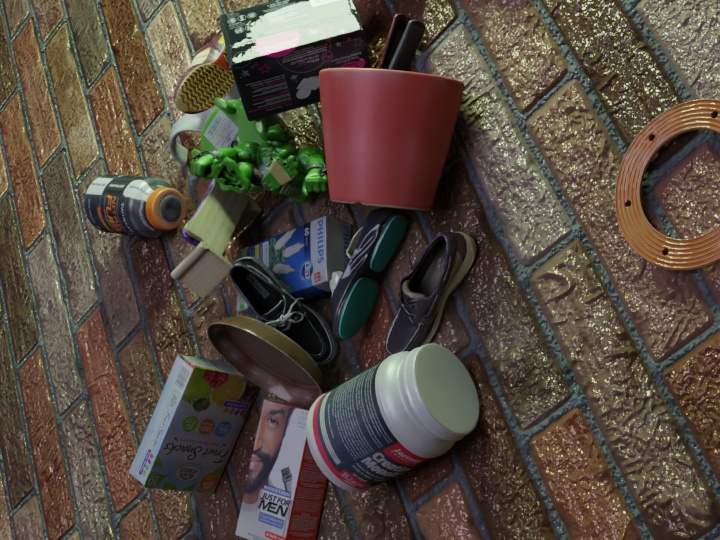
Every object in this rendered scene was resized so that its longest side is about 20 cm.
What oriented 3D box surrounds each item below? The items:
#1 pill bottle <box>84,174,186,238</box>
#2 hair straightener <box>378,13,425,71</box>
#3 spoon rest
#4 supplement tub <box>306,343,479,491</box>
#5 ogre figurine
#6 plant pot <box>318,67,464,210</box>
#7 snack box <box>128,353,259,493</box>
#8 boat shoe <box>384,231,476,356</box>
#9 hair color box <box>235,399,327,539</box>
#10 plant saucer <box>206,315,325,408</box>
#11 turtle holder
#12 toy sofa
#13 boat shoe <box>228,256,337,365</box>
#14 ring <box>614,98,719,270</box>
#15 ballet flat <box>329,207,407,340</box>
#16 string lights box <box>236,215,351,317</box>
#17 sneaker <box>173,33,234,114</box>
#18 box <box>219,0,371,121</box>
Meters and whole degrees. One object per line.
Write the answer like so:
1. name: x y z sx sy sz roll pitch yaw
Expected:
1. pill bottle: -0.389 -0.113 2.098 0.199 0.106 0.107 7 83 46
2. hair straightener: 0.048 -0.270 1.747 0.077 0.041 0.201 30 100 46
3. spoon rest: -0.263 -0.253 2.039 0.200 0.060 0.100 -36 42 35
4. supplement tub: 0.040 0.190 1.548 0.200 0.140 0.141 -32 57 35
5. ogre figurine: -0.132 -0.151 1.721 0.199 0.120 0.099 -12 107 21
6. plant pot: 0.035 -0.177 1.639 0.200 0.200 0.179 11 97 46
7. snack box: -0.249 0.236 1.826 0.053 0.142 0.201 31 100 44
8. boat shoe: 0.081 0.032 1.607 0.072 0.065 0.201 46 112 41
9. hair color box: -0.105 0.295 1.720 0.111 0.064 0.201 5 81 47
10. plant saucer: -0.129 0.126 1.720 0.200 0.200 0.035 6 53 46
11. turtle holder: -0.153 -0.188 1.858 0.185 0.131 0.142 13 96 30
12. toy sofa: -0.233 -0.058 1.865 0.083 0.097 0.200 -42 17 30
13. boat shoe: -0.112 0.060 1.722 0.073 0.068 0.200 -38 91 10
14. ring: 0.381 -0.098 1.375 0.200 0.019 0.202 -16 66 41
15. ballet flat: 0.000 0.000 1.697 0.073 0.073 0.201 25 90 46
16. string lights box: -0.100 -0.002 1.806 0.199 0.059 0.103 -20 64 41
17. sneaker: -0.258 -0.327 2.013 0.090 0.075 0.200 -8 36 48
18. box: -0.094 -0.325 1.780 0.199 0.115 0.133 -15 48 -1
